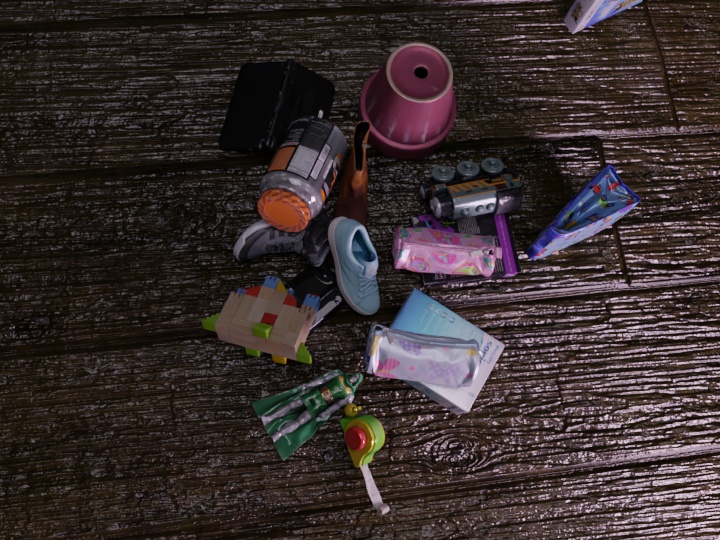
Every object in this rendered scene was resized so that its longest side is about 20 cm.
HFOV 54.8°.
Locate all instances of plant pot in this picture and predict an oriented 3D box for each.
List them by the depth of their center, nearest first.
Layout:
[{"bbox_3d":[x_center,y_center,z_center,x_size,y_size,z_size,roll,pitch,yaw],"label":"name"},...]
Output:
[{"bbox_3d":[0.100,-0.344,1.365,0.199,0.179,0.201,1,75,-5],"label":"plant pot"}]

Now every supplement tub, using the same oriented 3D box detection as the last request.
[{"bbox_3d":[-0.108,-0.176,1.274,0.122,0.123,0.200,22,59,0],"label":"supplement tub"}]

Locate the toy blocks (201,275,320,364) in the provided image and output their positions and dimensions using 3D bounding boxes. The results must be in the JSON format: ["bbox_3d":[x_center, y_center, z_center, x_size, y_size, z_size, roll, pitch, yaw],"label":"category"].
[{"bbox_3d":[-0.163,0.074,1.248,0.199,0.100,0.137,13,55,10],"label":"toy blocks"}]

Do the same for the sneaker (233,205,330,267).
[{"bbox_3d":[-0.132,-0.050,1.305,0.200,0.076,0.114,-28,64,-16],"label":"sneaker"}]

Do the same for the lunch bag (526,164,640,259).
[{"bbox_3d":[0.411,-0.090,1.344,0.200,0.151,0.094,-36,81,-14],"label":"lunch bag"}]

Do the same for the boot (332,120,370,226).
[{"bbox_3d":[-0.004,-0.151,1.291,0.068,0.200,0.189,12,74,-5],"label":"boot"}]

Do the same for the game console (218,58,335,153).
[{"bbox_3d":[-0.167,-0.315,1.413,0.176,0.116,0.201,22,72,-31],"label":"game console"}]

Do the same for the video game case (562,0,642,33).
[{"bbox_3d":[0.556,-0.608,1.481,0.200,0.181,0.046,-27,81,-12],"label":"video game case"}]

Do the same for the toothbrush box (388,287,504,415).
[{"bbox_3d":[0.141,0.151,1.285,0.200,0.085,0.147,31,75,4],"label":"toothbrush box"}]

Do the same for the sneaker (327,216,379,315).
[{"bbox_3d":[0.000,0.000,1.272,0.074,0.082,0.200,-33,115,-25],"label":"sneaker"}]

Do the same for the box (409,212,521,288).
[{"bbox_3d":[0.206,-0.048,1.372,0.199,0.036,0.143,-6,75,-9],"label":"box"}]

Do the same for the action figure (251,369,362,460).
[{"bbox_3d":[-0.083,0.238,1.259,0.200,0.055,0.118,-29,77,-16],"label":"action figure"}]

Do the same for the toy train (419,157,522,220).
[{"bbox_3d":[0.220,-0.155,1.359,0.199,0.085,0.114,-11,47,-11],"label":"toy train"}]

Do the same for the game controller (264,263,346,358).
[{"bbox_3d":[-0.120,0.072,1.310,0.200,0.042,0.104,-40,68,-15],"label":"game controller"}]

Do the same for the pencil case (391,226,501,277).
[{"bbox_3d":[0.159,-0.035,1.303,0.199,0.087,0.088,6,75,-2],"label":"pencil case"}]

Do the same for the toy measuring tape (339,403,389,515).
[{"bbox_3d":[0.022,0.328,1.231,0.073,0.074,0.200,-20,77,-11],"label":"toy measuring tape"}]

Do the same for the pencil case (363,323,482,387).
[{"bbox_3d":[0.104,0.145,1.195,0.199,0.083,0.091,10,110,-4],"label":"pencil case"}]
